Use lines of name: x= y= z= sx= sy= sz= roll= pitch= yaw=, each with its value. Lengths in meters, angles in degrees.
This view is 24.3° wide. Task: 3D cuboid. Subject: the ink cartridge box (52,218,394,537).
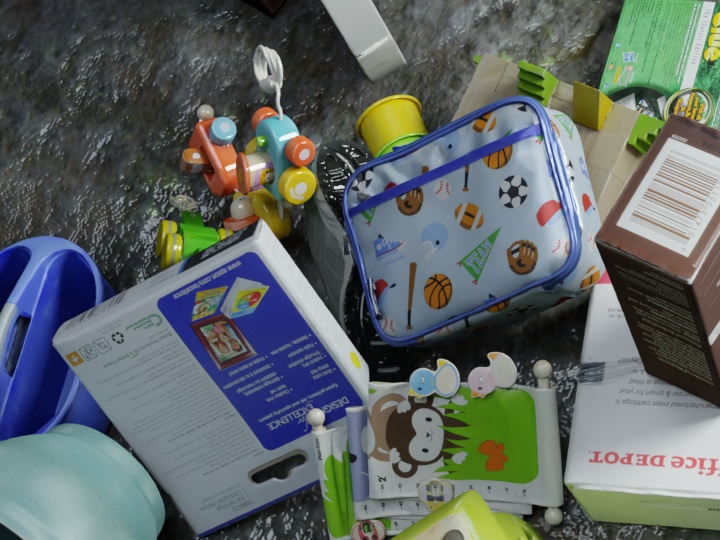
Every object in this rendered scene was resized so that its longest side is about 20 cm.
ink cartridge box: x=-0.099 y=0.085 z=1.272 sx=0.196 sy=0.201 sz=0.047 roll=-26 pitch=23 yaw=22

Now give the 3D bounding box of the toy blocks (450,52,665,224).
toy blocks: x=0.135 y=-0.077 z=1.301 sx=0.199 sy=0.100 sz=0.138 roll=27 pitch=91 yaw=34

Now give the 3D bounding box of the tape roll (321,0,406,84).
tape roll: x=-0.026 y=-0.251 z=1.403 sx=0.037 sy=0.203 sz=0.204 roll=-31 pitch=57 yaw=4

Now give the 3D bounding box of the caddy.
caddy: x=-0.276 y=0.071 z=1.394 sx=0.140 sy=0.105 sz=0.202 roll=3 pitch=66 yaw=24

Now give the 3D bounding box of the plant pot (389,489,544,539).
plant pot: x=0.063 y=0.275 z=1.111 sx=0.199 sy=0.182 sz=0.200 roll=-34 pitch=58 yaw=4

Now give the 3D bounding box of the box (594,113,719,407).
box: x=0.219 y=0.000 z=1.075 sx=0.075 sy=0.200 sz=0.101 roll=27 pitch=75 yaw=28

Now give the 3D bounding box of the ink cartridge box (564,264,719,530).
ink cartridge box: x=0.235 y=0.079 z=1.198 sx=0.143 sy=0.084 sz=0.202 roll=1 pitch=64 yaw=22

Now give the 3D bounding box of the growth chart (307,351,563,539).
growth chart: x=0.056 y=0.137 z=1.232 sx=0.198 sy=0.018 sz=0.146 roll=-11 pitch=105 yaw=16

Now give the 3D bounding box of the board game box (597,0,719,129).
board game box: x=0.237 y=-0.127 z=1.339 sx=0.104 sy=0.023 sz=0.202 roll=9 pitch=69 yaw=28

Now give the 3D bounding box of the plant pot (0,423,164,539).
plant pot: x=-0.233 y=0.204 z=1.278 sx=0.199 sy=0.202 sz=0.134 roll=16 pitch=44 yaw=28

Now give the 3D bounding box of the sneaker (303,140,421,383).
sneaker: x=0.000 y=0.000 z=1.349 sx=0.073 sy=0.079 sz=0.202 roll=-6 pitch=71 yaw=-23

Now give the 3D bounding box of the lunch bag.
lunch bag: x=0.078 y=-0.036 z=1.248 sx=0.199 sy=0.075 sz=0.162 roll=-22 pitch=74 yaw=29

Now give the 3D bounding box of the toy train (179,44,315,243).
toy train: x=-0.103 y=-0.092 z=1.377 sx=0.055 sy=0.200 sz=0.151 roll=-20 pitch=78 yaw=-25

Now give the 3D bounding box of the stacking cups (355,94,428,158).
stacking cups: x=0.058 y=-0.047 z=1.357 sx=0.060 sy=0.061 sz=0.201 roll=-27 pitch=63 yaw=7

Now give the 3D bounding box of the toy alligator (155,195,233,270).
toy alligator: x=-0.137 y=-0.012 z=1.356 sx=0.059 sy=0.200 sz=0.055 roll=8 pitch=104 yaw=-14

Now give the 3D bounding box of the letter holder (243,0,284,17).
letter holder: x=-0.106 y=-0.353 z=1.486 sx=0.100 sy=0.200 sz=0.143 roll=32 pitch=79 yaw=32
